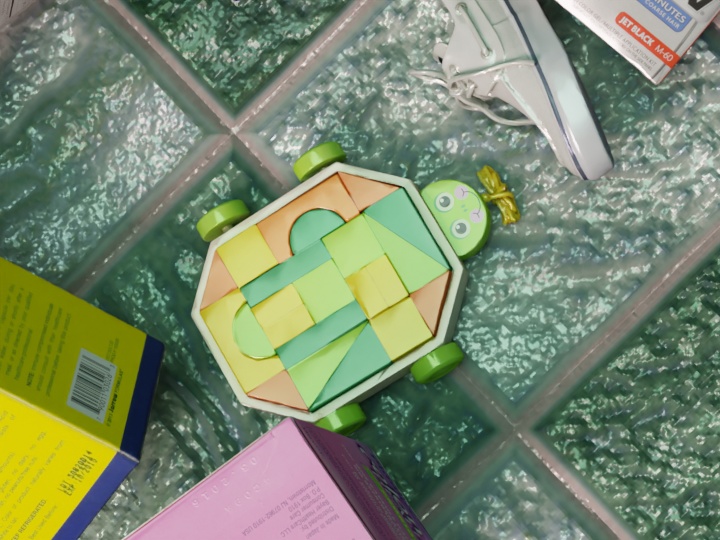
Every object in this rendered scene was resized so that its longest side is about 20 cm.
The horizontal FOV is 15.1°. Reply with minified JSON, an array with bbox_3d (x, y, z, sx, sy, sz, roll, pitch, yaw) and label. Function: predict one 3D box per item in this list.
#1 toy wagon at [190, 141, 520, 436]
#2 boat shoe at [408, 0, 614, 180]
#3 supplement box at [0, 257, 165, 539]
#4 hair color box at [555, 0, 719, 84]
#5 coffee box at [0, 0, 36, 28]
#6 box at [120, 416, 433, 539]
[{"bbox_3d":[0.000,0.000,1.607,0.200,0.040,0.155,-32,78,6],"label":"toy wagon"},{"bbox_3d":[0.071,-0.128,1.592,0.086,0.075,0.202,-29,75,6],"label":"boat shoe"},{"bbox_3d":[-0.228,0.063,1.554,0.200,0.110,0.109,29,125,-16],"label":"supplement box"},{"bbox_3d":[0.192,-0.218,1.546,0.111,0.064,0.200,39,108,1],"label":"hair color box"},{"bbox_3d":[-0.260,-0.190,1.618,0.114,0.080,0.200,37,56,13],"label":"coffee box"},{"bbox_3d":[-0.060,0.177,1.514,0.176,0.200,0.097,-36,77,5],"label":"box"}]
